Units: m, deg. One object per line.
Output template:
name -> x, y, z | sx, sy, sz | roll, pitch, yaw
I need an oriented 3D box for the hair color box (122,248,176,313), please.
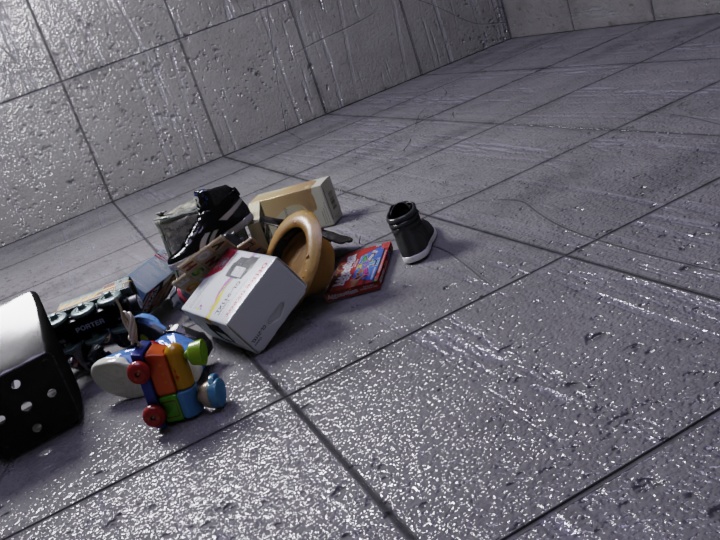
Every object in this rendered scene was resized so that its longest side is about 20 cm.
hair color box -> -0.445, 0.038, 1.785 | 0.100, 0.060, 0.200 | -59, 1, 22

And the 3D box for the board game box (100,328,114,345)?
board game box -> -0.568, 0.127, 1.797 | 0.197, 0.035, 0.136 | -16, 18, 13

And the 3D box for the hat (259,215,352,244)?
hat -> -0.119, -0.051, 1.737 | 0.198, 0.082, 0.201 | 15, 4, -1

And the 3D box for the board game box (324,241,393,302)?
board game box -> 0.000, 0.000, 1.594 | 0.102, 0.020, 0.200 | -16, 18, 15

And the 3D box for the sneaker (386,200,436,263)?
sneaker -> 0.096, -0.094, 1.633 | 0.070, 0.100, 0.200 | -17, 17, 13

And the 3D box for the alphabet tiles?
alphabet tiles -> -0.258, -0.004, 1.624 | 0.166, 0.008, 0.200 | -35, -23, 4

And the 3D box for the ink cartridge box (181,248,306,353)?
ink cartridge box -> -0.203, 0.047, 1.484 | 0.146, 0.083, 0.199 | -54, 29, -17

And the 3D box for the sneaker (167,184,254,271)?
sneaker -> -0.318, -0.095, 1.696 | 0.199, 0.113, 0.073 | -37, 16, -20

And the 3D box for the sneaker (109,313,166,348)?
sneaker -> -0.396, 0.109, 1.618 | 0.078, 0.067, 0.199 | -29, 19, -38

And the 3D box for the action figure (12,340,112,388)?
action figure -> -0.544, 0.150, 1.603 | 0.198, 0.105, 0.194 | -6, 32, 44

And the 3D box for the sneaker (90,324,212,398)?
sneaker -> -0.340, 0.146, 1.428 | 0.197, 0.078, 0.112 | -10, 26, 16

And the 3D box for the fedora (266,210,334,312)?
fedora -> -0.104, -0.006, 1.553 | 0.081, 0.204, 0.200 | 15, -3, -33

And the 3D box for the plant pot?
plant pot -> -0.560, 0.185, 1.395 | 0.198, 0.202, 0.177 | -28, 31, -26

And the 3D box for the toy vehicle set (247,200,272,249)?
toy vehicle set -> -0.206, -0.066, 1.831 | 0.026, 0.126, 0.200 | -19, 18, -1

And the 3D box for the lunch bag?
lunch bag -> -0.330, -0.050, 1.804 | 0.166, 0.203, 0.139 | -26, 16, -31

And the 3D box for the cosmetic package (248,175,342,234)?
cosmetic package -> -0.154, -0.145, 2.041 | 0.197, 0.106, 0.071 | -14, 18, 23

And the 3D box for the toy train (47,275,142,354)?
toy train -> -0.487, 0.081, 1.565 | 0.197, 0.086, 0.114 | -22, 24, 0

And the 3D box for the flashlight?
flashlight -> -0.297, 0.005, 1.674 | 0.200, 0.067, 0.068 | -45, 26, 34

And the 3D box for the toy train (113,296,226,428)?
toy train -> -0.273, 0.121, 1.241 | 0.114, 0.203, 0.085 | -12, 18, 8
